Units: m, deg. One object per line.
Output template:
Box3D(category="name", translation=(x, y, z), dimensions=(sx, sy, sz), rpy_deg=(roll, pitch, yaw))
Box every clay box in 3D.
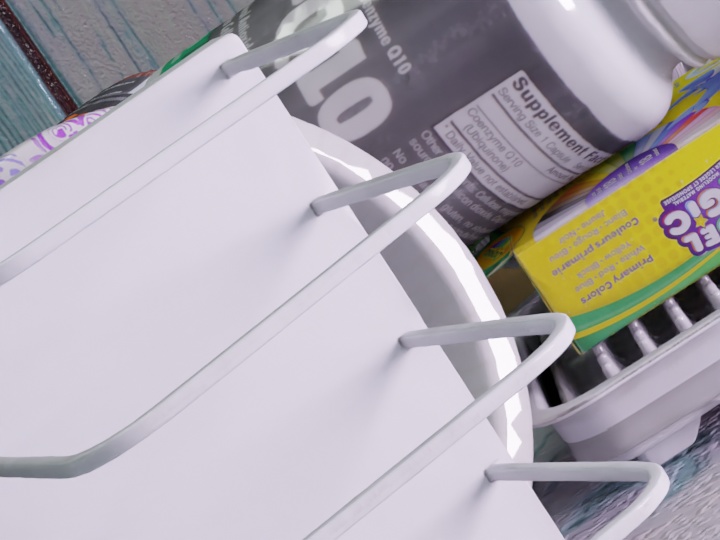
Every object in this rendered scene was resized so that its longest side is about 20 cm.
Box3D(category="clay box", translation=(0.122, -0.039, 0.859), dimensions=(0.200, 0.048, 0.115), rpy_deg=(-34, 9, 9))

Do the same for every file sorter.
Box3D(category="file sorter", translation=(-0.014, 0.050, 0.628), dimensions=(0.139, 0.200, 0.125), rpy_deg=(-37, 10, -21))

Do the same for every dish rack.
Box3D(category="dish rack", translation=(0.132, 0.007, 0.875), dimensions=(0.172, 0.044, 0.200), rpy_deg=(-32, 7, 5))

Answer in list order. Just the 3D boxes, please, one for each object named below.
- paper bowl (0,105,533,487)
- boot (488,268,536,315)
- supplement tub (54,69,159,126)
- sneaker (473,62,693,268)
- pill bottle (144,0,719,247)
Box3D(category="paper bowl", translation=(-0.056, 0.057, 0.754), dimensions=(0.201, 0.201, 0.104), rpy_deg=(-38, -3, -26))
Box3D(category="boot", translation=(0.000, 0.000, 1.011), dimensions=(0.200, 0.073, 0.155), rpy_deg=(4, -1, 17))
Box3D(category="supplement tub", translation=(-0.121, -0.017, 1.134), dimensions=(0.107, 0.107, 0.200), rpy_deg=(-30, 9, 27))
Box3D(category="sneaker", translation=(0.102, -0.061, 0.992), dimensions=(0.200, 0.078, 0.112), rpy_deg=(-21, 8, 1))
Box3D(category="pill bottle", translation=(0.034, -0.073, 0.838), dimensions=(0.200, 0.113, 0.113), rpy_deg=(-33, 7, 18))
